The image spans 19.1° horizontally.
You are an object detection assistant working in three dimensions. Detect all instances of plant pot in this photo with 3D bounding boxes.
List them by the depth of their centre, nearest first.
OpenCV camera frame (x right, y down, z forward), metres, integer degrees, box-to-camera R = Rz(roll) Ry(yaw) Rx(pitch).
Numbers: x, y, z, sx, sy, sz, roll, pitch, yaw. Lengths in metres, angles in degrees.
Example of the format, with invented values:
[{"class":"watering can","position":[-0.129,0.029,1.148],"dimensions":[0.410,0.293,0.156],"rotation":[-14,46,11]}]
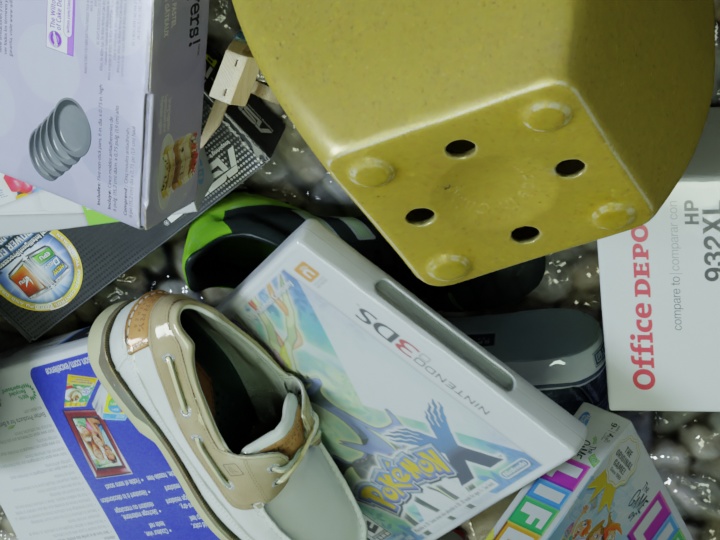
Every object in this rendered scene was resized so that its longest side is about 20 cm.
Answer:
[{"class":"plant pot","position":[0.054,-0.113,0.980],"dimensions":[0.194,0.200,0.196],"rotation":[-18,142,20]}]

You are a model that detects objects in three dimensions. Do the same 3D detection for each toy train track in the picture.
[{"class":"toy train track","position":[-0.049,-0.103,1.053],"dimensions":[0.032,0.200,0.115],"rotation":[21,101,-3]}]

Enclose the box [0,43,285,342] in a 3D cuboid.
[{"class":"box","position":[-0.167,-0.074,1.185],"dimensions":[0.200,0.044,0.160],"rotation":[-35,107,27]}]

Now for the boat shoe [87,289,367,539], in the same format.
[{"class":"boat shoe","position":[-0.058,0.091,1.133],"dimensions":[0.068,0.075,0.200],"rotation":[-15,126,47]}]

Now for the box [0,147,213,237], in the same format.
[{"class":"box","position":[-0.193,-0.094,1.130],"dimensions":[0.200,0.041,0.156],"rotation":[-7,118,15]}]

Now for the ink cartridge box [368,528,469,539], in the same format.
[{"class":"ink cartridge box","position":[-0.052,0.207,1.303],"dimensions":[0.145,0.083,0.200],"rotation":[34,122,-8]}]

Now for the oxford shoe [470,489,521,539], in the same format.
[{"class":"oxford shoe","position":[0.117,0.197,1.265],"dimensions":[0.070,0.075,0.200],"rotation":[-22,113,23]}]

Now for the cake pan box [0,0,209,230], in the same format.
[{"class":"cake pan box","position":[-0.156,-0.140,1.010],"dimensions":[0.184,0.052,0.200],"rotation":[19,120,26]}]

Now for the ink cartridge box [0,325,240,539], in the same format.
[{"class":"ink cartridge box","position":[-0.137,0.130,1.235],"dimensions":[0.197,0.047,0.200],"rotation":[-15,106,45]}]

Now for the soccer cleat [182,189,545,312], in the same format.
[{"class":"soccer cleat","position":[0.000,0.000,1.170],"dimensions":[0.200,0.081,0.068],"rotation":[6,121,9]}]

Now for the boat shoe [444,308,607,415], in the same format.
[{"class":"boat shoe","position":[0.043,0.076,1.212],"dimensions":[0.200,0.071,0.091],"rotation":[-1,122,14]}]

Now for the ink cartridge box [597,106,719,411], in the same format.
[{"class":"ink cartridge box","position":[0.226,-0.005,1.115],"dimensions":[0.200,0.084,0.145],"rotation":[0,121,12]}]

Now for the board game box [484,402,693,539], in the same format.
[{"class":"board game box","position":[0.131,0.184,1.187],"dimensions":[0.034,0.135,0.200],"rotation":[21,155,40]}]

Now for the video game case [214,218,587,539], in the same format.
[{"class":"video game case","position":[-0.001,0.071,1.148],"dimensions":[0.182,0.022,0.200],"rotation":[37,146,-8]}]
